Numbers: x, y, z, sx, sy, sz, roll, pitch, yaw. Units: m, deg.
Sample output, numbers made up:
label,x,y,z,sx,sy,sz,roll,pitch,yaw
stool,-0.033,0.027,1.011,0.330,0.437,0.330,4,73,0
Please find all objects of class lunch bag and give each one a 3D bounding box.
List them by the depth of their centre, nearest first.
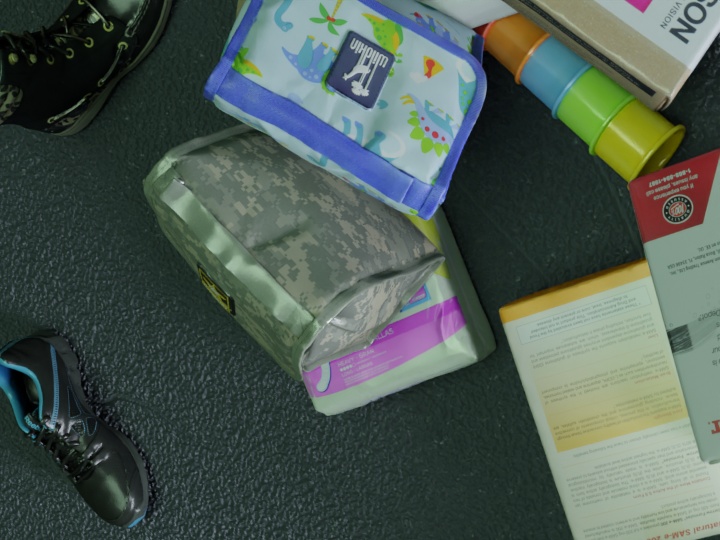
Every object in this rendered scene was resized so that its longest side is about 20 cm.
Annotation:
label,x,y,z,sx,sy,sz,roll,pitch,yaw
lunch bag,-0.011,-0.127,0.947,0.169,0.201,0.128,28,121,-8
lunch bag,-0.054,-0.017,0.990,0.164,0.200,0.118,47,111,12

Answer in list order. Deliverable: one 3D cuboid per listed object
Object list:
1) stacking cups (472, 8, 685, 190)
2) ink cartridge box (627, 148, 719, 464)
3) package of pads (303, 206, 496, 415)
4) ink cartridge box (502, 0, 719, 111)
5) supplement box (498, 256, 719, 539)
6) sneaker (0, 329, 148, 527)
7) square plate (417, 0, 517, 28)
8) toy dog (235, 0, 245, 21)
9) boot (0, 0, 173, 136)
label,x,y,z,sx,sy,sz,roll,pitch,yaw
stacking cups,0.144,-0.141,1.033,0.200,0.060,0.061,42,113,19
ink cartridge box,0.282,0.016,0.942,0.143,0.083,0.203,-19,79,37
package of pads,0.000,0.000,1.115,0.153,0.068,0.202,-23,86,25
ink cartridge box,0.194,-0.237,0.936,0.164,0.075,0.201,34,92,5
supplement box,0.197,0.100,1.028,0.125,0.073,0.203,-19,89,27
sneaker,-0.267,0.150,1.259,0.073,0.082,0.201,-40,81,23
square plate,0.090,-0.283,1.022,0.198,0.028,0.201,-15,80,20
toy dog,-0.046,-0.254,1.076,0.096,0.131,0.202,-8,104,66
boot,-0.248,-0.191,1.160,0.073,0.153,0.204,44,113,13
